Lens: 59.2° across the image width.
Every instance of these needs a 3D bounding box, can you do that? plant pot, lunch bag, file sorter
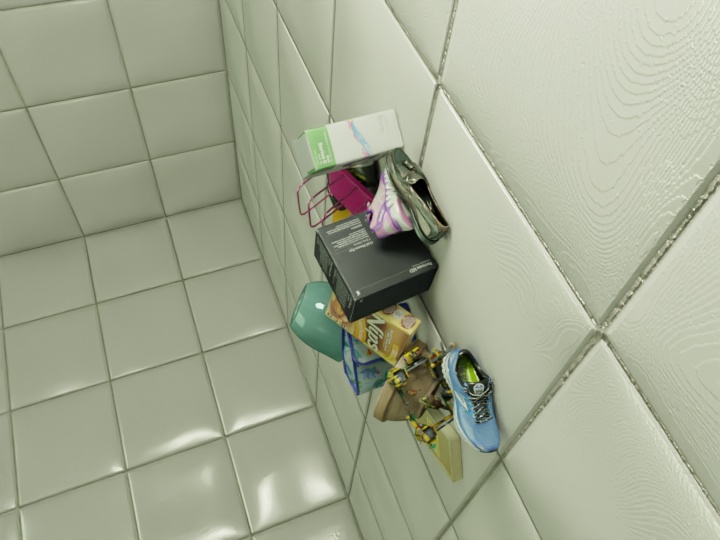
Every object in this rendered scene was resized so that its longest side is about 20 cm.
[{"bbox_3d":[-0.095,0.122,1.693,0.201,0.159,0.203,-158,90,-80],"label":"plant pot"},{"bbox_3d":[0.044,0.183,1.550,0.128,0.168,0.203,-130,30,-56],"label":"lunch bag"},{"bbox_3d":[-0.045,-0.134,1.503,0.200,0.125,0.139,44,161,19],"label":"file sorter"},{"bbox_3d":[0.118,0.265,1.422,0.092,0.201,0.202,29,146,18],"label":"plant pot"}]

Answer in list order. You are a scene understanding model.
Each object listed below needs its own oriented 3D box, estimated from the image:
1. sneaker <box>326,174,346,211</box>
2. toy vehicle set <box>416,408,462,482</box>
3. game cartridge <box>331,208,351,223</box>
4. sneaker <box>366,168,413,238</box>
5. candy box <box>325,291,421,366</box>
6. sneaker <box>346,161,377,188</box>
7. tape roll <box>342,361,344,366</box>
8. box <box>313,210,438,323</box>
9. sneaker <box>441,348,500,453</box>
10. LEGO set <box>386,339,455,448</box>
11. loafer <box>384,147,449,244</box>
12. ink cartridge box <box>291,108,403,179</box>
[{"bbox_3d":[-0.056,-0.243,1.693,0.091,0.075,0.203,87,177,-65],"label":"sneaker"},{"bbox_3d":[0.183,0.393,1.524,0.200,0.026,0.126,-131,30,-58],"label":"toy vehicle set"},{"bbox_3d":[-0.031,-0.066,1.664,0.176,0.032,0.203,9,95,62],"label":"game cartridge"},{"bbox_3d":[0.050,-0.134,1.286,0.081,0.088,0.201,47,-157,-29],"label":"sneaker"},{"bbox_3d":[0.025,0.103,1.384,0.199,0.055,0.116,36,136,15],"label":"candy box"},{"bbox_3d":[-0.016,-0.234,1.542,0.200,0.074,0.086,-161,56,-72],"label":"sneaker"},{"bbox_3d":[-0.024,0.209,1.891,0.202,0.070,0.205,-17,-90,-86],"label":"tape roll"},{"bbox_3d":[0.028,-0.021,1.325,0.183,0.198,0.105,61,160,25],"label":"box"},{"bbox_3d":[0.211,0.242,1.190,0.089,0.078,0.202,109,143,-68],"label":"sneaker"},{"bbox_3d":[0.151,0.253,1.286,0.116,0.152,0.203,151,100,-74],"label":"LEGO set"},{"bbox_3d":[0.114,-0.151,1.207,0.063,0.071,0.202,-36,76,53],"label":"loafer"},{"bbox_3d":[-0.028,-0.263,1.327,0.145,0.198,0.089,-179,70,-73],"label":"ink cartridge box"}]
